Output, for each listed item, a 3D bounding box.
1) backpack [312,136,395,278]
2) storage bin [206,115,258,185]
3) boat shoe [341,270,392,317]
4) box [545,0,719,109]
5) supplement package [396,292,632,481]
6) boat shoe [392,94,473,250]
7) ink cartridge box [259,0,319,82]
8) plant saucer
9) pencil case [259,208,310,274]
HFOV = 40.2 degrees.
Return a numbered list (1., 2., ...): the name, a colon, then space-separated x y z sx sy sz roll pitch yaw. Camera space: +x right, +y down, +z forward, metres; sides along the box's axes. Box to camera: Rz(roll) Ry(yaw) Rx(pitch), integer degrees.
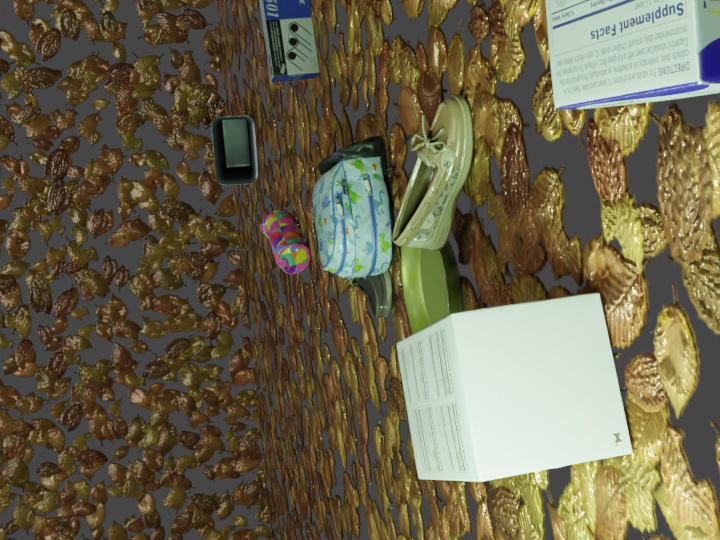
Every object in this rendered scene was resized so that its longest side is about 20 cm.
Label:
1. backpack: -0.009 -0.088 1.541 0.201 0.153 0.163 69 160 -1
2. storage bin: -0.374 -0.362 2.879 0.134 0.145 0.201 -107 13 -72
3. boat shoe: 0.000 0.000 1.645 0.075 0.073 0.200 97 160 -48
4. box: 0.203 -0.213 0.630 0.184 0.104 0.201 -162 65 -75
5. supplement package: 0.141 0.120 0.966 0.200 0.151 0.151 136 125 -73
6. boat shoe: 0.089 -0.117 1.202 0.073 0.062 0.201 -125 41 -60
7. ink cartridge box: -0.142 -0.475 1.922 0.044 0.094 0.201 158 104 -76
8. plant saucer: 0.099 0.021 1.342 0.200 0.031 0.201 173 90 -77
9. pencil case: -0.178 -0.070 2.321 0.200 0.088 0.089 -122 27 -57
